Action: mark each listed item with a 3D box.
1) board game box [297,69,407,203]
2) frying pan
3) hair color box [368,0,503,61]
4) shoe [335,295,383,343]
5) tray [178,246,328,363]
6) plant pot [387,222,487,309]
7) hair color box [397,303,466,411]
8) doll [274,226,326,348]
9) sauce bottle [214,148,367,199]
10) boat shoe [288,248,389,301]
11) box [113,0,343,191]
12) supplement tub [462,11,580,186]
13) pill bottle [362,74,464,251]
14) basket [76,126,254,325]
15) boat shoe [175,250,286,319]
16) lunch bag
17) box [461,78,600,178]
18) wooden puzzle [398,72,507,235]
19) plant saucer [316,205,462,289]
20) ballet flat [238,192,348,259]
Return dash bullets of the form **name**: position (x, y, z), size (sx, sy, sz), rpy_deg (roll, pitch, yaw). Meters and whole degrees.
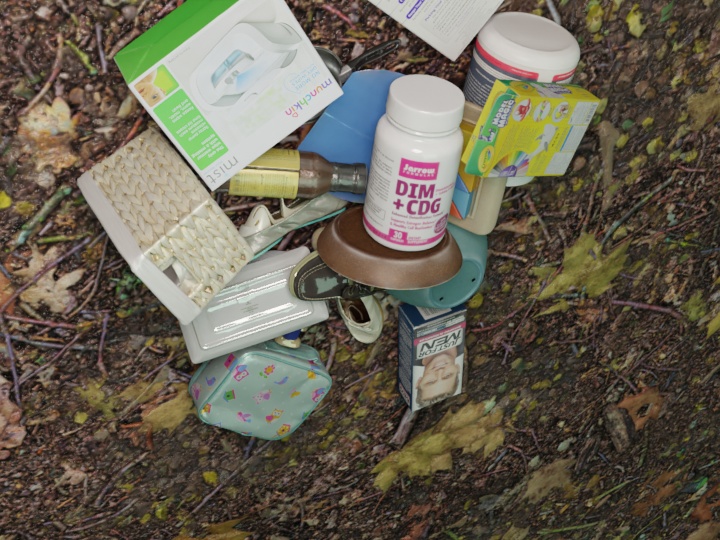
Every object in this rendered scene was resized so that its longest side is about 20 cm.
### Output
- **board game box**: position (0.016, -0.181, 1.477), size (0.157, 0.039, 0.200), rpy_deg (26, 122, -24)
- **frying pan**: position (-0.036, -0.236, 1.448), size (0.188, 0.031, 0.116), rpy_deg (-8, 133, -23)
- **hair color box**: position (0.077, -0.355, 1.385), size (0.199, 0.065, 0.110), rpy_deg (24, 113, -45)
- **shoe**: position (-0.011, 0.048, 1.674), size (0.069, 0.054, 0.201), rpy_deg (6, 139, 19)
- **tray**: position (-0.149, 0.048, 1.517), size (0.197, 0.022, 0.109), rpy_deg (-18, 99, -5)
- **plant pot**: position (0.109, -0.022, 1.651), size (0.198, 0.135, 0.202), rpy_deg (-18, 136, -18)
- **hair color box**: position (0.116, 0.132, 1.848), size (0.099, 0.061, 0.202), rpy_deg (-18, 136, -17)
- **doll**: position (-0.071, 0.022, 1.597), size (0.048, 0.137, 0.201), rpy_deg (23, 127, -1)
- **sauce bottle**: position (-0.091, -0.123, 1.444), size (0.197, 0.065, 0.065), rpy_deg (5, 127, -11)
- **boat shoe**: position (0.000, 0.000, 1.511), size (0.198, 0.065, 0.074), rpy_deg (-18, 119, -26)
- **box**: position (-0.153, -0.229, 1.312), size (0.199, 0.097, 0.177), rpy_deg (-36, 127, 1)
- **supplement tub**: position (0.206, -0.232, 1.520), size (0.139, 0.141, 0.202), rpy_deg (-8, 131, -27)
- **pill bottle**: position (0.069, -0.135, 1.418), size (0.112, 0.114, 0.202), rpy_deg (-11, 131, -24)
- **basket**: position (-0.233, -0.059, 1.354), size (0.123, 0.200, 0.136), rpy_deg (-38, 138, -3)
- **boat shoe**: position (-0.173, 0.030, 1.572), size (0.198, 0.057, 0.069), rpy_deg (-17, 135, -19)
- **lunch bag**: position (-0.147, 0.169, 1.700), size (0.199, 0.077, 0.161), rpy_deg (22, 112, -43)
- **box**: position (0.207, -0.177, 1.413), size (0.199, 0.048, 0.118), rpy_deg (-7, 129, -46)
- **wooden puzzle**: position (0.102, -0.152, 1.511), size (0.037, 0.198, 0.187), rpy_deg (-51, 158, -49)
- **plant saucer**: position (0.041, -0.040, 1.494), size (0.198, 0.200, 0.035), rpy_deg (-8, 123, -26)
- **ballet flat**: position (-0.112, -0.074, 1.529), size (0.198, 0.067, 0.064), rpy_deg (-28, 110, -9)
